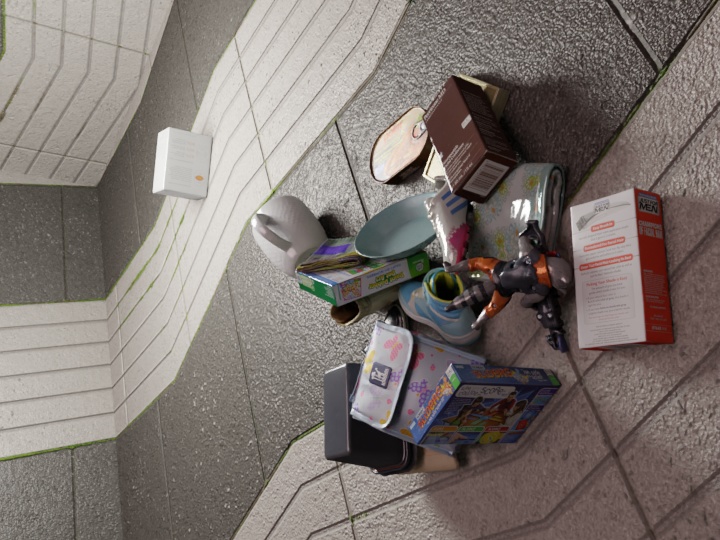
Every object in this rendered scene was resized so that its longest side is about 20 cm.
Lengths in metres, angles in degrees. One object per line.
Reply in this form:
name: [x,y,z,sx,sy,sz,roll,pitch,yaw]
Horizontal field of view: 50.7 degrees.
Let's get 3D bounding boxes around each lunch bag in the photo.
lunch bag: [0.091,0.190,1.240,0.198,0.127,0.172,20,88,16]

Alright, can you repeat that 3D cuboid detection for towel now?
towel: [0.244,-0.072,1.223,0.170,0.048,0.203,12,93,57]
towel: [-0.031,-0.040,1.487,0.142,0.200,0.023,-9,106,22]

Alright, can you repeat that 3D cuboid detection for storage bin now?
storage bin: [0.003,0.257,1.358,0.145,0.133,0.203,-28,56,49]

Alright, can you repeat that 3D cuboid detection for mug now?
mug: [-0.165,-0.073,1.726,0.148,0.199,0.176,-52,46,12]

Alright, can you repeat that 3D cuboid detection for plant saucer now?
plant saucer: [0.085,-0.072,1.398,0.200,0.200,0.039,24,147,56]

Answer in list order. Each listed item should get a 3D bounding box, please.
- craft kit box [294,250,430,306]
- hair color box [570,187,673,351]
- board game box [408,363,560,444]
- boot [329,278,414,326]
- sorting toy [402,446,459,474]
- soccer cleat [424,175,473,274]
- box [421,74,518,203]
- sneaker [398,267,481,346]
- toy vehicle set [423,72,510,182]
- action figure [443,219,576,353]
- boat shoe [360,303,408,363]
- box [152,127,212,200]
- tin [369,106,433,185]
craft kit box: [0.000,0.000,1.435,0.200,0.196,0.049,19,130,65]
hair color box: [0.350,0.002,1.027,0.110,0.063,0.203,-16,71,55]
board game box: [0.184,0.200,1.120,0.136,0.198,0.035,-60,39,29]
boot: [-0.006,0.055,1.483,0.199,0.154,0.074,-8,105,54]
sorting toy: [0.100,0.257,1.358,0.184,0.036,0.203,-25,64,51]
soccer cleat: [0.144,-0.079,1.273,0.070,0.085,0.202,88,-168,-53]
box: [0.178,-0.221,1.269,0.100,0.074,0.202,-52,37,36]
sneaker: [0.124,0.034,1.310,0.199,0.079,0.132,31,151,47]
toy vehicle set: [0.186,-0.242,1.366,0.124,0.026,0.202,43,120,52]
action figure: [0.230,0.039,1.115,0.192,0.104,0.202,-22,86,38]
boat shoe: [0.040,0.159,1.482,0.075,0.062,0.202,44,119,53]
box: [-0.577,-0.343,2.464,0.106,0.151,0.203,-2,82,56]
tin: [0.086,-0.246,1.515,0.199,0.041,0.113,-32,62,51]
